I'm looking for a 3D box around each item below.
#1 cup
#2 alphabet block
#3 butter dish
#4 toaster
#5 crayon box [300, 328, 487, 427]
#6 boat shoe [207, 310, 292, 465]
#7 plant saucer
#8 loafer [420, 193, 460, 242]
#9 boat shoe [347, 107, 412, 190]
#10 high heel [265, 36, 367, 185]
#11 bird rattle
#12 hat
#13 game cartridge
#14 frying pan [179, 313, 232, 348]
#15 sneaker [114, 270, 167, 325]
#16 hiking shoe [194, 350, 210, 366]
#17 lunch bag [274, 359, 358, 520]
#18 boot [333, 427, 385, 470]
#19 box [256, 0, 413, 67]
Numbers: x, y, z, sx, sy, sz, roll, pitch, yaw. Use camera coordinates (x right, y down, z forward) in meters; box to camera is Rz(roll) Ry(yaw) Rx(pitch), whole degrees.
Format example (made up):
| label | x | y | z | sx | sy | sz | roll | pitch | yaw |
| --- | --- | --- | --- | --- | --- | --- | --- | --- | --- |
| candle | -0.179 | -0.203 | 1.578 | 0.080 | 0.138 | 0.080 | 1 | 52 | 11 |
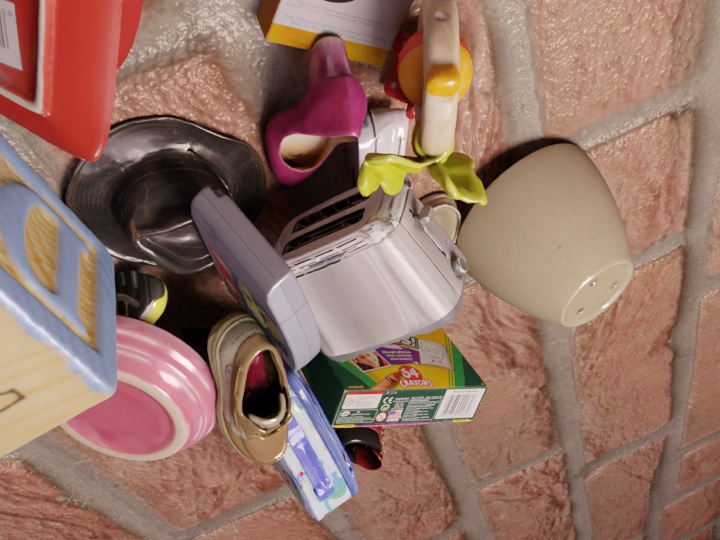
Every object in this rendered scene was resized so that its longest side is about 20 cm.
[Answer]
| label | x | y | z | sx | sy | sz | roll | pitch | yaw |
| --- | --- | --- | --- | --- | --- | --- | --- | --- | --- |
| cup | 0.231 | -0.022 | 0.943 | 0.197 | 0.144 | 0.202 | -24 | 144 | -19 |
| alphabet block | -0.342 | 0.032 | 0.683 | 0.198 | 0.197 | 0.198 | -29 | 130 | 5 |
| butter dish | -0.212 | -0.212 | 0.536 | 0.197 | 0.148 | 0.201 | 28 | 131 | 6 |
| toaster | 0.000 | 0.000 | 0.802 | 0.197 | 0.114 | 0.130 | -21 | 119 | 30 |
| crayon box | 0.026 | 0.108 | 0.987 | 0.197 | 0.173 | 0.059 | 4 | 122 | -30 |
| boat shoe | -0.105 | 0.136 | 0.826 | 0.074 | 0.066 | 0.203 | -34 | 135 | -25 |
| plant saucer | -0.244 | 0.132 | 0.839 | 0.196 | 0.051 | 0.203 | 5 | 133 | 5 |
| loafer | 0.059 | 0.006 | 0.926 | 0.075 | 0.068 | 0.202 | 35 | 87 | -40 |
| boat shoe | 0.024 | -0.080 | 0.854 | 0.064 | 0.074 | 0.202 | -10 | 141 | -9 |
| high heel | -0.041 | -0.110 | 0.743 | 0.066 | 0.098 | 0.200 | 1 | 153 | -25 |
| bird rattle | 0.067 | -0.157 | 0.691 | 0.110 | 0.203 | 0.164 | 10 | 150 | 2 |
| hat | -0.178 | -0.047 | 0.783 | 0.197 | 0.082 | 0.203 | -14 | 141 | -11 |
| game cartridge | -0.090 | 0.020 | 0.755 | 0.041 | 0.133 | 0.201 | -41 | 159 | -15 |
| frying pan | -0.131 | 0.070 | 0.904 | 0.113 | 0.032 | 0.189 | 4 | 172 | -32 |
| sneaker | -0.252 | 0.069 | 0.889 | 0.089 | 0.079 | 0.200 | 14 | 140 | -37 |
| hiking shoe | -0.203 | 0.123 | 0.943 | 0.099 | 0.077 | 0.199 | 12 | 158 | -27 |
| lunch bag | -0.084 | 0.195 | 0.996 | 0.082 | 0.160 | 0.202 | -31 | 111 | -13 |
| boot | 0.026 | 0.223 | 1.149 | 0.198 | 0.146 | 0.072 | 22 | 123 | -44 |
| box | 0.004 | -0.269 | 0.655 | 0.117 | 0.042 | 0.202 | 4 | 132 | -31 |
